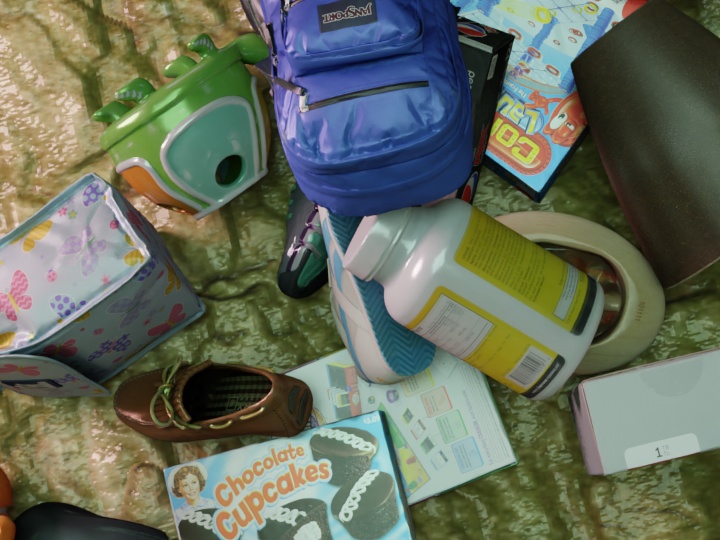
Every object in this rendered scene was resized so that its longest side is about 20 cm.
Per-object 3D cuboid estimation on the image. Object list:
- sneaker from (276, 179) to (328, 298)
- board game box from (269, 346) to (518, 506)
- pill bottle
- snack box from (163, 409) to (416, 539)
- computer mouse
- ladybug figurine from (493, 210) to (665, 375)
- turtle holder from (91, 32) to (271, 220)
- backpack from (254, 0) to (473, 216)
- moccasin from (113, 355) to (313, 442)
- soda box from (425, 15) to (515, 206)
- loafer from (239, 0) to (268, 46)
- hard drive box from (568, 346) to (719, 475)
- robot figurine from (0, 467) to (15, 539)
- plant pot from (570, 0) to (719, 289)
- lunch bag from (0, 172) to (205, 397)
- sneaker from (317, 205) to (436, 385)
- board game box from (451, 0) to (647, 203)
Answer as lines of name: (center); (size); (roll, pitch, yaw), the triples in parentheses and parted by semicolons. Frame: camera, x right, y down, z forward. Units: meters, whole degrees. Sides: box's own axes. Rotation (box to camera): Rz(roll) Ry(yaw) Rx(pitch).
sneaker: (-0.038, -0.074, 1.480); (0.087, 0.074, 0.202); (23, 78, 26)
board game box: (0.021, 0.136, 1.452); (0.198, 0.040, 0.155); (-21, 82, 2)
pill bottle: (0.090, 0.012, 1.332); (0.199, 0.112, 0.113); (31, 86, -8)
snack box: (-0.061, 0.201, 1.411); (0.198, 0.037, 0.118); (-16, 82, 7)
computer mouse: (-0.225, 0.254, 1.451); (0.197, 0.053, 0.141); (7, 84, 5)
ladybug figurine: (0.165, 0.018, 1.434); (0.197, 0.072, 0.138); (16, 93, 0)
turtle holder: (-0.137, -0.130, 1.466); (0.185, 0.140, 0.132); (-39, 98, -41)
backpack: (-0.002, -0.152, 1.256); (0.160, 0.168, 0.202); (-12, 64, 11)
moccasin: (-0.138, 0.111, 1.420); (0.199, 0.078, 0.074); (4, 66, 38)
soda box: (0.071, -0.113, 1.417); (0.070, 0.063, 0.202); (21, 117, 16)
loafer: (-0.051, -0.206, 1.400); (0.072, 0.072, 0.202); (-29, 100, -1)
hard drive box: (0.258, 0.115, 1.356); (0.154, 0.200, 0.078); (-14, 81, 3)
robot figurine: (-0.366, 0.242, 1.433); (0.115, 0.144, 0.203); (8, 84, -16)
plant pot: (0.270, -0.121, 1.379); (0.186, 0.187, 0.201); (-37, 89, -1)
lunch bag: (-0.254, 0.036, 1.420); (0.199, 0.170, 0.128); (-33, 70, 0)
sneaker: (0.000, 0.000, 1.407); (0.076, 0.081, 0.203); (-8, 79, -28)
board game box: (0.137, -0.200, 1.478); (0.199, 0.056, 0.197); (35, 86, 8)
